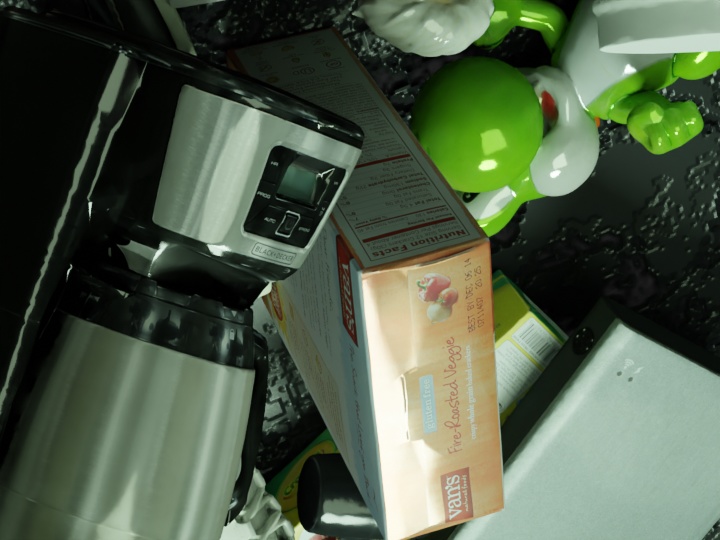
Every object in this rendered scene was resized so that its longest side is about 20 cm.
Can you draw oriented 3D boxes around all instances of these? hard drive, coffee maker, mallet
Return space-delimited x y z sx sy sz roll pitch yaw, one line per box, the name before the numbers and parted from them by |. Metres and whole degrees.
hard drive | 0.115 0.121 1.001 0.139 0.033 0.201 25 109 -33
coffee maker | -0.113 0.008 0.729 0.190 0.135 0.202 18 90 9
mallet | -0.006 0.175 0.986 0.065 0.041 0.201 -2 124 -15

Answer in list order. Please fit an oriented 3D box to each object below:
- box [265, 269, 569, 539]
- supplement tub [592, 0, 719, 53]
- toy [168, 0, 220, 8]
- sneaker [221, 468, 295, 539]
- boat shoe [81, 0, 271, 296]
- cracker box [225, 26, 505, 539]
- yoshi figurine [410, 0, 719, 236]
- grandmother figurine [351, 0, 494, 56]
box | 0.039 0.108 1.010 0.200 0.048 0.117 -44 125 6
supplement tub | 0.149 -0.190 0.766 0.143 0.144 0.202 -4 93 -18
toy | 0.002 -0.184 0.810 0.198 0.047 0.116 -14 111 -24
sneaker | -0.061 0.131 0.939 0.074 0.086 0.202 -32 125 -51
boat shoe | -0.097 -0.058 0.840 0.066 0.075 0.200 -26 132 -12
cracker box | 0.000 0.000 0.834 0.057 0.200 0.135 -13 125 -12
yoshi figurine | 0.098 -0.096 0.876 0.112 0.113 0.200 39 104 -23
grandmother figurine | -0.007 -0.172 0.748 0.121 0.061 0.201 -30 106 -8
